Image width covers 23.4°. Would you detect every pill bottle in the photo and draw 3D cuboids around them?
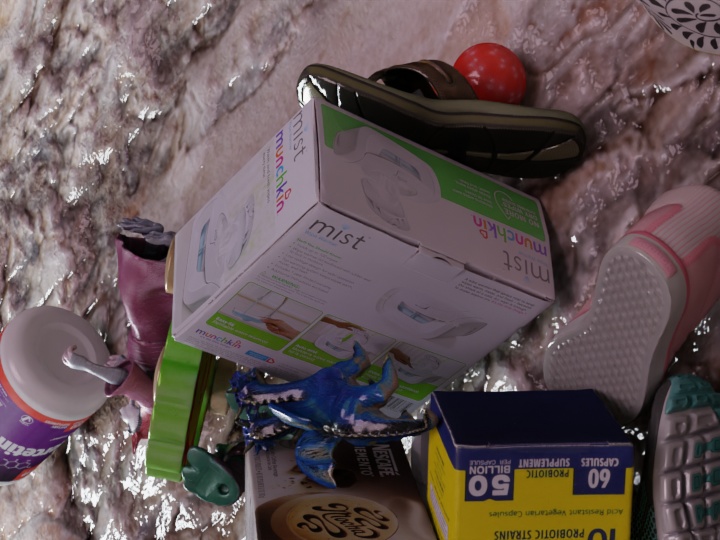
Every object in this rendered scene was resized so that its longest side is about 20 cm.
[{"bbox_3d":[-0.320,0.126,1.612,0.200,0.112,0.113,-41,58,39],"label":"pill bottle"}]

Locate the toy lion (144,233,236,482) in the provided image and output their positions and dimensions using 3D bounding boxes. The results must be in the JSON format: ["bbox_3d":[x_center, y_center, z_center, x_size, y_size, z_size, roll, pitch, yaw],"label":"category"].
[{"bbox_3d":[-0.130,0.084,1.301,0.193,0.068,0.201,-81,2,-47],"label":"toy lion"}]

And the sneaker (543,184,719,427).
[{"bbox_3d":[0.184,0.021,1.092,0.075,0.105,0.201,40,149,16],"label":"sneaker"}]

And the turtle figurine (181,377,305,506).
[{"bbox_3d":[-0.064,0.104,1.300,0.100,0.200,0.151,18,103,9],"label":"turtle figurine"}]

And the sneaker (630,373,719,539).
[{"bbox_3d":[0.185,0.165,1.073,0.091,0.077,0.202,-5,81,53],"label":"sneaker"}]

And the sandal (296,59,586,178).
[{"bbox_3d":[0.054,-0.108,1.171,0.080,0.199,0.058,117,160,-62],"label":"sandal"}]

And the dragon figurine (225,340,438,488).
[{"bbox_3d":[-0.019,0.098,1.116,0.200,0.099,0.059,30,146,62],"label":"dragon figurine"}]

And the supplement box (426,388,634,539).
[{"bbox_3d":[0.100,0.184,1.071,0.110,0.108,0.202,-112,21,-75],"label":"supplement box"}]

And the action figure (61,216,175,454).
[{"bbox_3d":[-0.168,0.059,1.482,0.147,0.134,0.202,2,101,8],"label":"action figure"}]

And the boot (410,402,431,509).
[{"bbox_3d":[0.053,0.197,1.218,0.095,0.073,0.202,-35,56,50],"label":"boot"}]

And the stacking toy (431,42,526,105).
[{"bbox_3d":[0.043,-0.088,1.250,0.200,0.085,0.086,-47,54,29],"label":"stacking toy"}]

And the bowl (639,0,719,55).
[{"bbox_3d":[0.208,-0.239,1.059,0.200,0.094,0.203,-6,81,48],"label":"bowl"}]

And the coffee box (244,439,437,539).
[{"bbox_3d":[-0.016,0.180,1.117,0.200,0.112,0.081,-109,20,-73],"label":"coffee box"}]

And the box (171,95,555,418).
[{"bbox_3d":[0.000,0.000,1.183,0.176,0.199,0.097,-42,39,38],"label":"box"}]
